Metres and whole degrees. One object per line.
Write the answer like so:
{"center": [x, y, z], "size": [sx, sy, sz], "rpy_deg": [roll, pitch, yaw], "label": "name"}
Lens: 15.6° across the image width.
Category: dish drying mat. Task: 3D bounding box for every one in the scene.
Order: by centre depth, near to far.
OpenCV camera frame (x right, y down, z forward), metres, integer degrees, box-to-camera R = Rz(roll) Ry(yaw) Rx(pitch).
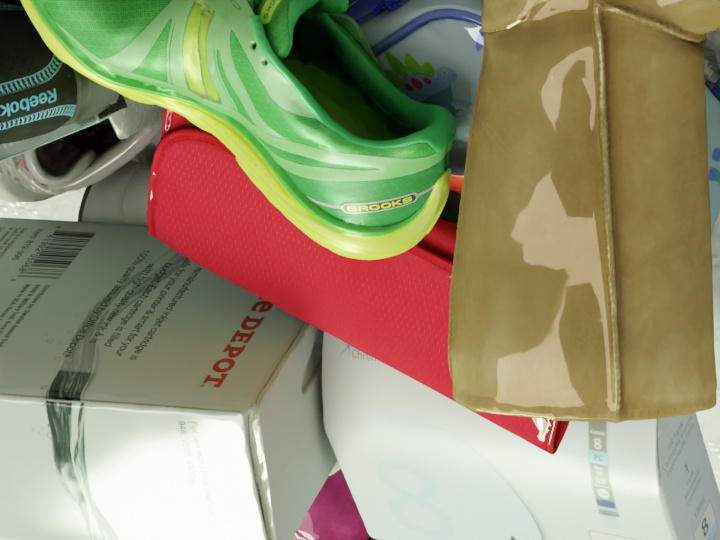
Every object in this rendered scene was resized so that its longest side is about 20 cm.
{"center": [0.000, 0.000, 1.049], "size": [0.200, 0.018, 0.077], "rpy_deg": [27, 132, 18], "label": "dish drying mat"}

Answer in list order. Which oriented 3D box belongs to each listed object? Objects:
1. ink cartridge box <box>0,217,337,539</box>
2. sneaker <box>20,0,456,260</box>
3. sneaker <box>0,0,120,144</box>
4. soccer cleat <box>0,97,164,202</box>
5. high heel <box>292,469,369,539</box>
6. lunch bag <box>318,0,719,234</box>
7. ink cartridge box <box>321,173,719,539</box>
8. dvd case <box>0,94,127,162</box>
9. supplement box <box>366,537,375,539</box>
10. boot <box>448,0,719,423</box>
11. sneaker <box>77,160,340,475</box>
{"center": [-0.106, 0.049, 1.159], "size": [0.199, 0.147, 0.083], "rpy_deg": [3, 122, 21], "label": "ink cartridge box"}
{"center": [-0.044, -0.089, 0.995], "size": [0.200, 0.074, 0.084], "rpy_deg": [35, 132, 4], "label": "sneaker"}
{"center": [-0.191, -0.092, 1.074], "size": [0.200, 0.082, 0.073], "rpy_deg": [9, 119, 42], "label": "sneaker"}
{"center": [-0.143, -0.065, 1.190], "size": [0.070, 0.086, 0.200], "rpy_deg": [41, 145, -14], "label": "soccer cleat"}
{"center": [-0.072, 0.070, 1.354], "size": [0.200, 0.096, 0.067], "rpy_deg": [51, -177, 5], "label": "high heel"}
{"center": [0.048, -0.053, 1.065], "size": [0.161, 0.083, 0.200], "rpy_deg": [41, 144, -15], "label": "lunch bag"}
{"center": [0.053, 0.046, 1.071], "size": [0.160, 0.047, 0.200], "rpy_deg": [9, 140, 31], "label": "ink cartridge box"}
{"center": [-0.186, -0.141, 1.118], "size": [0.146, 0.022, 0.201], "rpy_deg": [-16, 101, 47], "label": "dvd case"}
{"center": [0.023, 0.249, 1.412], "size": [0.199, 0.133, 0.198], "rpy_deg": [13, 142, 25], "label": "supplement box"}
{"center": [0.118, -0.047, 0.939], "size": [0.175, 0.066, 0.201], "rpy_deg": [4, 105, 17], "label": "boot"}
{"center": [-0.054, 0.028, 1.255], "size": [0.087, 0.075, 0.200], "rpy_deg": [-8, 130, 36], "label": "sneaker"}
